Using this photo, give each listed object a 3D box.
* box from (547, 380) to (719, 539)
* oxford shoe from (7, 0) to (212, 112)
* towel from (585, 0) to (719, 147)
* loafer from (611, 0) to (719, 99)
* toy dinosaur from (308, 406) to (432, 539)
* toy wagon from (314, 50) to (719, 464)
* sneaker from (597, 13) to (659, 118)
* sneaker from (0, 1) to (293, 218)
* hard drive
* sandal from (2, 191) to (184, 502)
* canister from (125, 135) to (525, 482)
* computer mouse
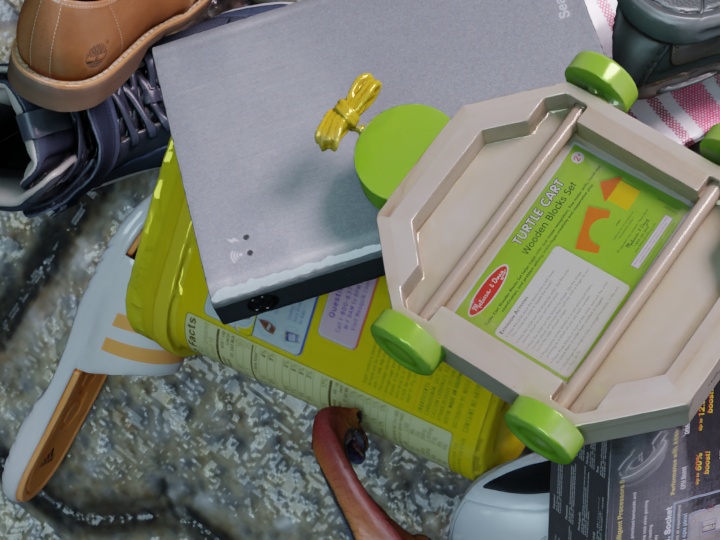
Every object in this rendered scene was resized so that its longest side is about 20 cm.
[{"bbox_3d":[0.161,0.119,0.870,0.157,0.050,0.201,-12,116,-24],"label":"box"},{"bbox_3d":[-0.109,-0.161,0.961,0.071,0.200,0.072,21,133,5],"label":"oxford shoe"},{"bbox_3d":[0.155,-0.138,0.944,0.199,0.030,0.147,-28,88,-17],"label":"towel"},{"bbox_3d":[0.196,-0.135,0.916,0.072,0.199,0.063,52,147,31],"label":"loafer"},{"bbox_3d":[0.035,0.147,0.866,0.199,0.105,0.183,-5,105,32],"label":"toy dinosaur"},{"bbox_3d":[0.070,-0.018,0.799,0.199,0.040,0.155,32,74,24],"label":"toy wagon"},{"bbox_3d":[0.082,-0.046,0.985,0.200,0.071,0.098,-34,79,11],"label":"sneaker"},{"bbox_3d":[-0.115,-0.085,0.990,0.201,0.146,0.077,-22,88,11],"label":"sneaker"},{"bbox_3d":[0.015,-0.068,0.874,0.199,0.033,0.140,-17,63,2],"label":"hard drive"},{"bbox_3d":[-0.125,0.047,1.040,0.059,0.079,0.207,30,108,8],"label":"sandal"},{"bbox_3d":[0.000,0.000,0.933,0.199,0.086,0.149,23,103,23],"label":"canister"},{"bbox_3d":[0.138,0.114,0.909,0.199,0.044,0.110,-14,123,-18],"label":"computer mouse"}]
